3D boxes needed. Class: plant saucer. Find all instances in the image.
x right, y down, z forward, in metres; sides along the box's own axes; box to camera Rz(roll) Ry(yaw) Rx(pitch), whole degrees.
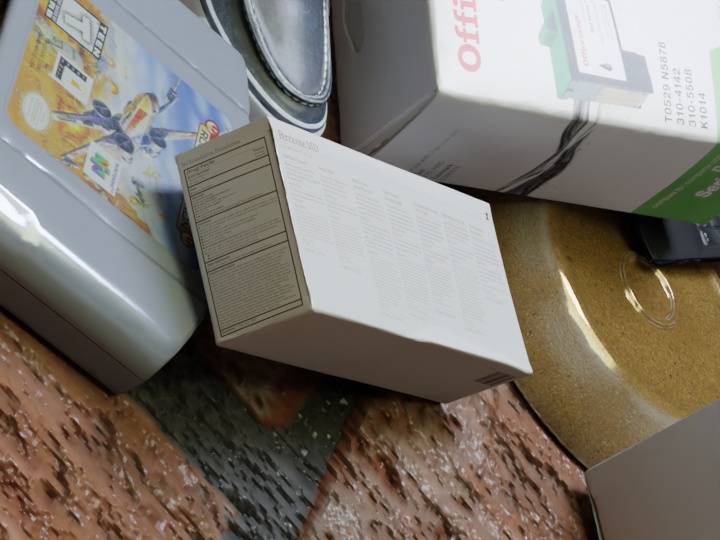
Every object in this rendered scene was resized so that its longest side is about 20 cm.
[{"bbox_3d":[0.128,0.017,1.447,0.200,0.035,0.201,34,38,-32],"label":"plant saucer"}]

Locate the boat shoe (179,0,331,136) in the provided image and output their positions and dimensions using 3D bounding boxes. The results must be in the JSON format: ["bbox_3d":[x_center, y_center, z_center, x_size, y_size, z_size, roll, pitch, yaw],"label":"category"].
[{"bbox_3d":[-0.035,-0.156,1.327,0.071,0.091,0.201,13,52,-47],"label":"boat shoe"}]

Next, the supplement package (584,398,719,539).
[{"bbox_3d":[0.207,0.157,1.313,0.111,0.155,0.201,18,51,-44],"label":"supplement package"}]

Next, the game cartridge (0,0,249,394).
[{"bbox_3d":[-0.104,-0.052,1.199,0.133,0.041,0.201,36,38,-23],"label":"game cartridge"}]

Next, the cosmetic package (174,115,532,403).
[{"bbox_3d":[0.000,0.000,1.239,0.200,0.050,0.083,19,56,-60],"label":"cosmetic package"}]

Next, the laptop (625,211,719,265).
[{"bbox_3d":[0.204,-0.106,1.506,0.199,0.103,0.178,-2,65,-48],"label":"laptop"}]

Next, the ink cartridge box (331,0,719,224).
[{"bbox_3d":[0.092,-0.114,1.399,0.199,0.084,0.147,7,64,-29],"label":"ink cartridge box"}]
